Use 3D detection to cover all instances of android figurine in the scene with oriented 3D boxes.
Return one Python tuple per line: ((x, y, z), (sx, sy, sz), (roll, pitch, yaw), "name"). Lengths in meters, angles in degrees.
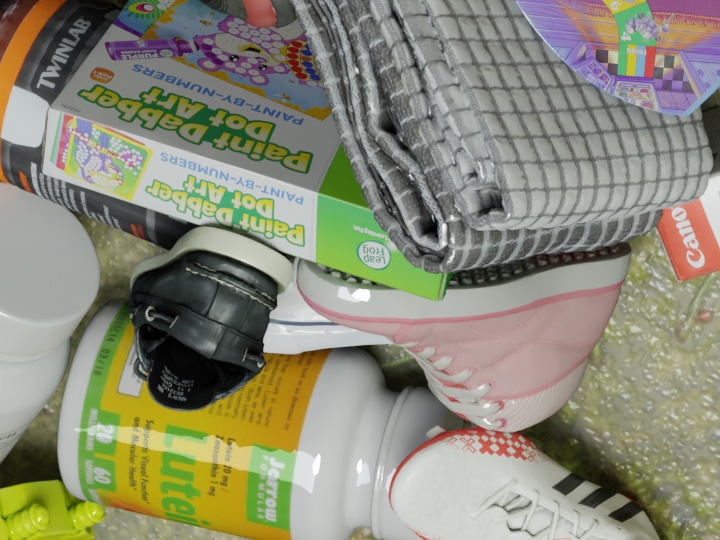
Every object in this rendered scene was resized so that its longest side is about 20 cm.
((-0.230, 0.163, 1.525), (0.199, 0.182, 0.041), (-25, 76, 30), "android figurine")

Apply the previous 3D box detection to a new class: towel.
((0.053, -0.101, 1.230), (0.085, 0.165, 0.201), (-37, 71, 40), "towel")

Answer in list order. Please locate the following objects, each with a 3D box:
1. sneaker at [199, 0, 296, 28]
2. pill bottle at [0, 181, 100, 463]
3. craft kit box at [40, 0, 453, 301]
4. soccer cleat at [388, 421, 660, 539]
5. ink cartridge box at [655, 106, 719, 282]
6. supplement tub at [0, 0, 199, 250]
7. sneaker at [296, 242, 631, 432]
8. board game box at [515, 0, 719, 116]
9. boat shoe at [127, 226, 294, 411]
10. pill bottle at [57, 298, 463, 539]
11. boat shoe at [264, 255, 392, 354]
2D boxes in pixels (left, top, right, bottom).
((-0.102, -0.166, 1.309), (0.200, 0.098, 0.071), (45, 158, 36), "sneaker")
((-0.220, 0.045, 1.469), (0.114, 0.115, 0.200), (38, 134, -3), "pill bottle")
((-0.025, -0.084, 1.315), (0.199, 0.198, 0.049), (17, 132, 8), "craft kit box")
((0.095, 0.132, 1.396), (0.199, 0.085, 0.069), (25, 104, -45), "soccer cleat")
((0.186, -0.044, 1.319), (0.199, 0.109, 0.051), (-18, 107, 25), "ink cartridge box")
((-0.130, -0.080, 1.402), (0.199, 0.107, 0.108), (22, 120, 13), "supplement tub")
((0.045, 0.033, 1.327), (0.075, 0.199, 0.105), (37, 119, 40), "sneaker")
((0.148, -0.173, 1.205), (0.158, 0.200, 0.039), (52, 157, -9), "board game box")
((-0.080, 0.035, 1.325), (0.074, 0.067, 0.199), (24, 163, -12), "boat shoe")
((-0.051, 0.087, 1.459), (0.198, 0.111, 0.112), (11, 118, 12), "pill bottle")
((0.000, 0.000, 1.430), (0.198, 0.074, 0.067), (1, 113, 3), "boat shoe")
